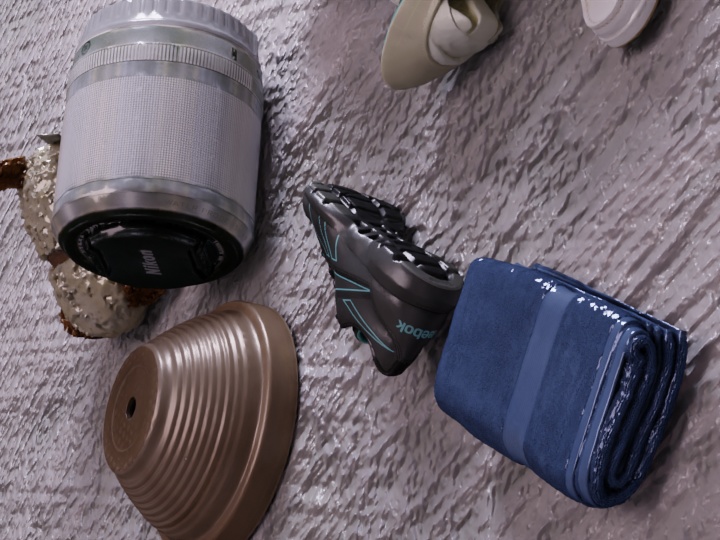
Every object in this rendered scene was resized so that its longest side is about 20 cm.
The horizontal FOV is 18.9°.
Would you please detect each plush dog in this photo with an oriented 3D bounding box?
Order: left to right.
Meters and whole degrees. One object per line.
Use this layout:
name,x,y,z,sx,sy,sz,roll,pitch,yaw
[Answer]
plush dog,-0.232,-0.026,1.871,0.200,0.160,0.172,-32,75,55

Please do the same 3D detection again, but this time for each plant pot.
plant pot,-0.134,0.114,1.641,0.201,0.093,0.201,-40,41,48

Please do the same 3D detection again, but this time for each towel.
towel,0.114,0.062,1.247,0.200,0.049,0.112,29,101,62

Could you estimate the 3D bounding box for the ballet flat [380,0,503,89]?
ballet flat,0.078,-0.193,1.439,0.200,0.069,0.069,-61,30,24

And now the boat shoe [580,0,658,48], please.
boat shoe,0.146,-0.233,1.318,0.071,0.069,0.200,-27,53,53

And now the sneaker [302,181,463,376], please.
sneaker,0.000,0.000,1.467,0.079,0.075,0.200,-68,27,16

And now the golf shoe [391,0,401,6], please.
golf shoe,0.012,-0.267,1.575,0.077,0.088,0.200,-49,37,37

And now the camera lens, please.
camera lens,-0.160,-0.097,1.726,0.160,0.160,0.200,-33,48,53
